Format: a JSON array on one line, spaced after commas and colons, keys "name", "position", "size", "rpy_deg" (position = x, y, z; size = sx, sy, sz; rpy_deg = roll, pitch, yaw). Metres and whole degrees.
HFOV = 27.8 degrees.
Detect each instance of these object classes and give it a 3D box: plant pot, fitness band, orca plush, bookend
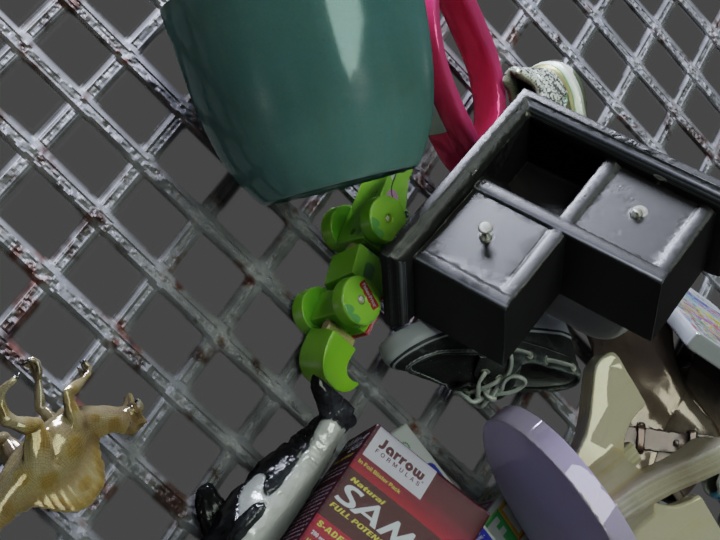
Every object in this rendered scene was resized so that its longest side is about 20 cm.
[{"name": "plant pot", "position": [-0.034, -0.140, 1.092], "size": [0.200, 0.200, 0.162], "rpy_deg": [-15, 91, -39]}, {"name": "fitness band", "position": [0.082, -0.168, 1.221], "size": [0.200, 0.037, 0.144], "rpy_deg": [59, 34, -47]}, {"name": "orca plush", "position": [-0.084, 0.159, 1.018], "size": [0.071, 0.105, 0.201], "rpy_deg": [26, 80, 18]}, {"name": "bookend", "position": [0.151, -0.008, 1.097], "size": [0.198, 0.092, 0.200], "rpy_deg": [30, 60, 23]}]

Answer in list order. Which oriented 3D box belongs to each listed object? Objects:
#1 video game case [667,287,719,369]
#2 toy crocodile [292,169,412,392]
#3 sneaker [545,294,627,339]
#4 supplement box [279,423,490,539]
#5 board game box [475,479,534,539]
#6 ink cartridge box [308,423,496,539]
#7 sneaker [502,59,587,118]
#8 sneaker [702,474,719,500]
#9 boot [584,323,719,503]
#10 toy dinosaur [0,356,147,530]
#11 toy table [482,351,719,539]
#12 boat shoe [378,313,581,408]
[{"name": "video game case", "position": [0.304, 0.048, 1.295], "size": [0.143, 0.018, 0.200], "rpy_deg": [32, 15, -24]}, {"name": "toy crocodile", "position": [0.000, 0.000, 1.143], "size": [0.062, 0.067, 0.201], "rpy_deg": [36, 58, -29]}, {"name": "sneaker", "position": [0.164, -0.013, 1.228], "size": [0.200, 0.073, 0.112], "rpy_deg": [32, 34, 26]}, {"name": "supplement box", "position": [-0.009, 0.218, 0.997], "size": [0.109, 0.061, 0.200], "rpy_deg": [39, 61, -6]}, {"name": "board game box", "position": [0.119, 0.257, 1.156], "size": [0.135, 0.034, 0.200], "rpy_deg": [54, 52, -7]}, {"name": "ink cartridge box", "position": [0.056, 0.217, 1.084], "size": [0.095, 0.037, 0.200], "rpy_deg": [-28, 70, -36]}, {"name": "sneaker", "position": [0.167, -0.097, 1.287], "size": [0.088, 0.077, 0.201], "rpy_deg": [3, 63, -50]}, {"name": "sneaker", "position": [0.358, 0.200, 1.336], "size": [0.087, 0.075, 0.200], "rpy_deg": [-34, 86, -33]}, {"name": "boot", "position": [0.231, 0.108, 1.274], "size": [0.199, 0.070, 0.147], "rpy_deg": [27, 73, -3]}, {"name": "toy dinosaur", "position": [-0.214, 0.120, 0.948], "size": [0.200, 0.058, 0.101], "rpy_deg": [-42, 101, -38]}, {"name": "toy table", "position": [0.196, 0.167, 1.121], "size": [0.117, 0.184, 0.201], "rpy_deg": [-34, 107, -23]}, {"name": "boat shoe", "position": [0.103, 0.077, 1.185], "size": [0.199, 0.074, 0.068], "rpy_deg": [6, 55, -44]}]
